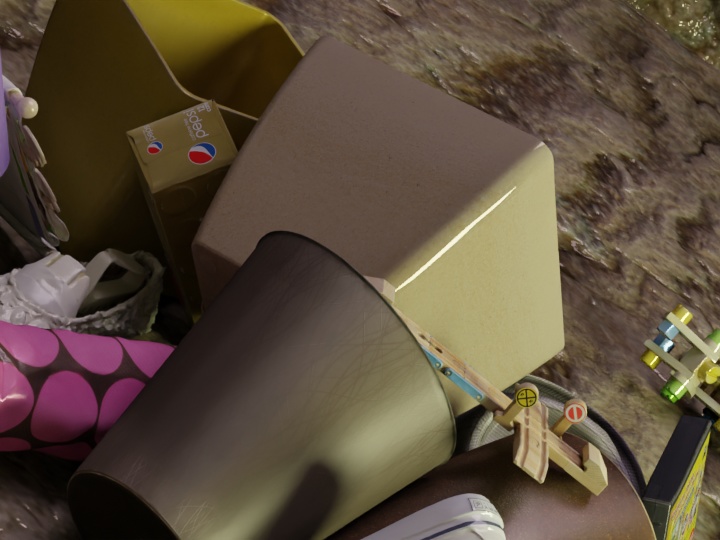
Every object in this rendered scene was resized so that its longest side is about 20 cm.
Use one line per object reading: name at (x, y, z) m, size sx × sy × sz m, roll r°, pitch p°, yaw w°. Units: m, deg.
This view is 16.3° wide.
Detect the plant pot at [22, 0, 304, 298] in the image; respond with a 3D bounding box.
plant pot at (-0.141, -0.093, 1.858) m, size 0.199 × 0.177 × 0.200 m, roll 18°, pitch 27°, yaw -42°

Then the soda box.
soda box at (-0.104, -0.023, 1.759) m, size 0.200 × 0.067 × 0.064 m, roll 76°, pitch -9°, yaw -50°

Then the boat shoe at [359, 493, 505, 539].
boat shoe at (-0.004, 0.198, 1.444) m, size 0.074 × 0.200 × 0.067 m, roll 41°, pitch 23°, yaw -48°

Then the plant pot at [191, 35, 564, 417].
plant pot at (0.000, 0.000, 1.677) m, size 0.200 × 0.200 × 0.177 m, roll 29°, pitch 56°, yaw 30°

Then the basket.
basket at (-0.068, 0.104, 1.507) m, size 0.200 × 0.136 × 0.181 m, roll -40°, pitch 98°, yaw -32°

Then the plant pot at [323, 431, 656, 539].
plant pot at (0.056, 0.204, 1.585) m, size 0.199 × 0.187 × 0.187 m, roll -6°, pitch 45°, yaw -44°

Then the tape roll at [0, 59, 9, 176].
tape roll at (-0.320, -0.100, 1.562) m, size 0.199 × 0.085 × 0.200 m, roll -2°, pitch 23°, yaw 1°

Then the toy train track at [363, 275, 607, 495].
toy train track at (0.081, 0.064, 1.555) m, size 0.200 × 0.033 × 0.115 m, roll 38°, pitch 19°, yaw -11°

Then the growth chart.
growth chart at (-0.242, -0.080, 1.701) m, size 0.145 × 0.018 × 0.200 m, roll 44°, pitch -23°, yaw 28°

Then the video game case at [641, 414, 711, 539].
video game case at (0.212, 0.217, 1.793) m, size 0.025 × 0.182 × 0.200 m, roll 11°, pitch 16°, yaw 13°

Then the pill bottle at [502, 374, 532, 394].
pill bottle at (0.047, 0.088, 1.876) m, size 0.200 × 0.111 × 0.111 m, roll 36°, pitch 20°, yaw -5°

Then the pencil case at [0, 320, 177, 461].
pencil case at (-0.182, 0.082, 1.544) m, size 0.200 × 0.093 × 0.091 m, roll 15°, pitch 67°, yaw -46°

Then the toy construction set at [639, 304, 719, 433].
toy construction set at (0.346, 0.128, 2.318) m, size 0.200 × 0.092 × 0.131 m, roll 56°, pitch 1°, yaw 24°

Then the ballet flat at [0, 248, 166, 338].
ballet flat at (-0.196, 0.014, 1.698) m, size 0.072 × 0.072 × 0.200 m, roll 44°, pitch 22°, yaw 16°

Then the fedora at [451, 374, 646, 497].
fedora at (0.132, 0.157, 1.774) m, size 0.200 × 0.177 × 0.090 m, roll 42°, pitch -24°, yaw -3°
